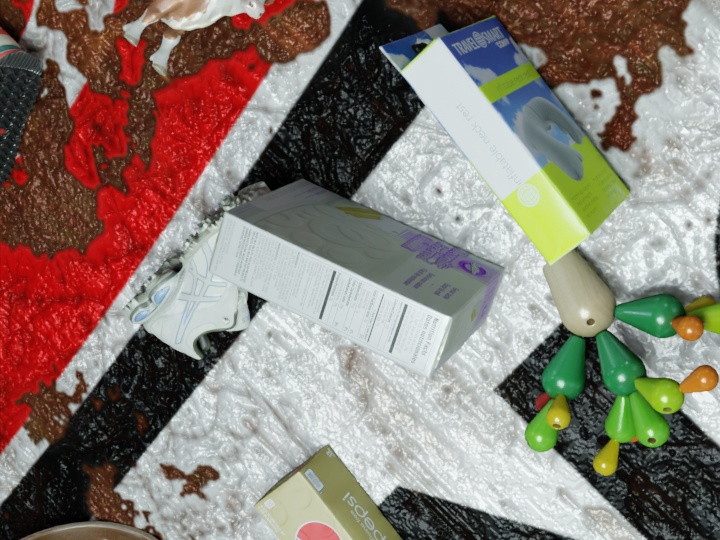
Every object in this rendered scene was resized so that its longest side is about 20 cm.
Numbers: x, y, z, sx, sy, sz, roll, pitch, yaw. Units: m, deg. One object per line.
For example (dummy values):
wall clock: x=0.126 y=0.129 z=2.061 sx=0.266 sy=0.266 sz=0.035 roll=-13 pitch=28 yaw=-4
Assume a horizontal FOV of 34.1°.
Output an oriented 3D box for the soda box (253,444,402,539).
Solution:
soda box: x=-0.003 y=0.266 z=1.077 sx=0.068 sy=0.064 sz=0.200 roll=-40 pitch=87 yaw=28

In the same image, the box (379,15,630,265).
box: x=0.112 y=-0.110 z=0.877 sx=0.048 sy=0.122 sz=0.200 roll=-38 pitch=88 yaw=32

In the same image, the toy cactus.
toy cactus: x=0.203 y=0.059 z=0.920 sx=0.200 sy=0.102 sz=0.166 roll=-39 pitch=69 yaw=31

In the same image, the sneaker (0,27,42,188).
sneaker: x=-0.376 y=-0.149 z=1.124 sx=0.093 sy=0.070 sz=0.200 roll=47 pitch=122 yaw=25

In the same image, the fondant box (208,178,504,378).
fondant box: x=0.000 y=0.000 z=0.948 sx=0.199 sy=0.144 sz=0.058 roll=26 pitch=113 yaw=15

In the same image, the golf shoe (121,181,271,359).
golf shoe: x=-0.123 y=0.003 z=1.054 sx=0.097 sy=0.078 sz=0.200 roll=43 pitch=126 yaw=-6

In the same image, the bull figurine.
bull figurine: x=-0.166 y=-0.245 z=0.983 sx=0.200 sy=0.065 sz=0.122 roll=38 pitch=84 yaw=17

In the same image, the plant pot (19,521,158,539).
plant pot: x=-0.275 y=0.393 z=1.177 sx=0.199 sy=0.200 sz=0.199 roll=11 pitch=118 yaw=21
